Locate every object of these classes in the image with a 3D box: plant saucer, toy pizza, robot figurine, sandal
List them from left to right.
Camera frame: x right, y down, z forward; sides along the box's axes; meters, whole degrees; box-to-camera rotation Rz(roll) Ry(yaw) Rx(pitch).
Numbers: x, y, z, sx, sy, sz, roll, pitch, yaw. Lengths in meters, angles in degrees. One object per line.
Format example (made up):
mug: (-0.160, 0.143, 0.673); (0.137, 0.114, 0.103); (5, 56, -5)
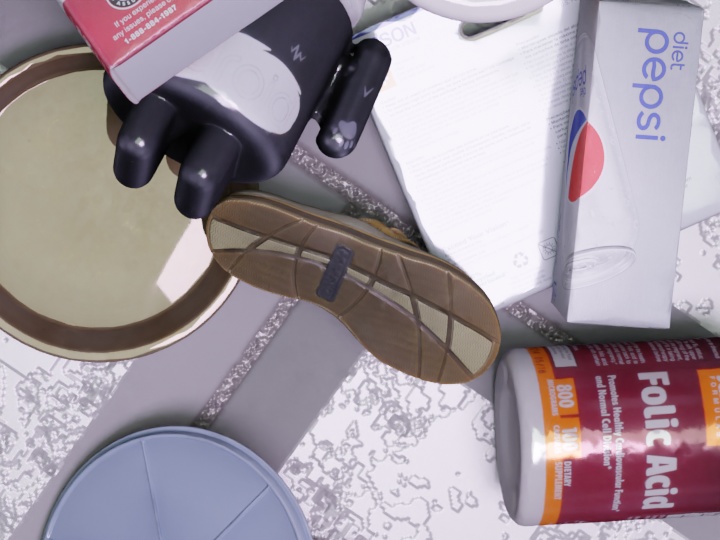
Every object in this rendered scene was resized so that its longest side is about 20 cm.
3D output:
plant saucer: (-0.163, -0.043, 1.662); (0.200, 0.029, 0.200); (-1, 99, -6)
toy pizza: (-0.113, 0.198, 1.671); (0.200, 0.032, 0.200); (-2, 86, 24)
robot figurine: (-0.076, -0.132, 1.591); (0.150, 0.125, 0.200); (41, 65, -35)
sandal: (0.000, 0.000, 1.658); (0.200, 0.054, 0.080); (26, 119, -5)

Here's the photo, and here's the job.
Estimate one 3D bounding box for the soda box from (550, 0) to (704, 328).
soda box: (0.162, -0.068, 1.634); (0.068, 0.063, 0.200); (4, 100, -6)

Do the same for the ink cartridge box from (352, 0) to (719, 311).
ink cartridge box: (0.113, -0.095, 1.677); (0.196, 0.043, 0.200); (-23, 101, -1)

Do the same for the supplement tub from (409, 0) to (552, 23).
supplement tub: (0.061, -0.230, 1.562); (0.145, 0.200, 0.146); (-1, 105, -5)

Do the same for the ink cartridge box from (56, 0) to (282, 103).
ink cartridge box: (-0.128, -0.220, 1.453); (0.145, 0.145, 0.200); (-36, 86, -1)

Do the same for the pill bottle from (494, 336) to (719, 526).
pill bottle: (0.191, 0.100, 1.682); (0.200, 0.114, 0.114); (-3, 100, -6)
